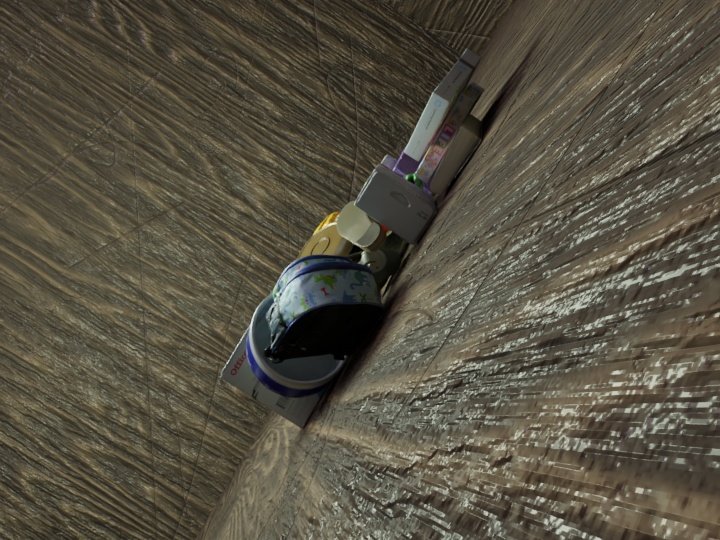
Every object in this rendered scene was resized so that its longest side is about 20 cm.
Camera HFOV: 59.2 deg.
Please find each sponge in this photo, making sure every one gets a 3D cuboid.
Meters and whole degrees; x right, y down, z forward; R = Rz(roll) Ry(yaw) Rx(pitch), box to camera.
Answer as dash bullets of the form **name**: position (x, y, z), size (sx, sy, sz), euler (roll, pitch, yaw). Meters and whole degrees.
- **sponge**: position (0.142, -0.250, 1.596), size (0.030, 0.111, 0.201), euler (-54, 5, 30)

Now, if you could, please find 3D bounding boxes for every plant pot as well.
- **plant pot**: position (-0.091, -0.047, 1.518), size (0.199, 0.027, 0.202), euler (-35, 30, 23)

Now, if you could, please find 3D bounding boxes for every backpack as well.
- **backpack**: position (-0.064, 0.057, 1.109), size (0.200, 0.180, 0.149), euler (-48, 49, 49)

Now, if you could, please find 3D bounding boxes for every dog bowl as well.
- **dog bowl**: position (-0.122, 0.140, 1.233), size (0.202, 0.198, 0.079), euler (-60, 2, -35)

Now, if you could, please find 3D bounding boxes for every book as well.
- **book**: position (0.191, -0.237, 1.279), size (0.135, 0.048, 0.200), euler (-59, 1, 25)

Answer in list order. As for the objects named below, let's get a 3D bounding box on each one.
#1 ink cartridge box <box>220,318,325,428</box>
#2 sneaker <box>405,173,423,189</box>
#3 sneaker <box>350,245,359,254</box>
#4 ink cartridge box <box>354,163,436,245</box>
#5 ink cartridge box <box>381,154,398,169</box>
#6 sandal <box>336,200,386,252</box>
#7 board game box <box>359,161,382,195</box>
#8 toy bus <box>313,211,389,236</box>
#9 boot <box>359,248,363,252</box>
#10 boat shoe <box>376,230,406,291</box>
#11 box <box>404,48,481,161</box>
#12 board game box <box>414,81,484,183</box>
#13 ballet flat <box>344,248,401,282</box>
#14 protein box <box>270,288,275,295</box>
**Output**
- **ink cartridge box**: position (-0.167, 0.207, 1.309), size (0.147, 0.198, 0.084), euler (-58, 3, -9)
- **sneaker**: position (0.065, -0.163, 1.443), size (0.198, 0.087, 0.077), euler (-29, 23, -34)
- **sneaker**: position (-0.039, -0.052, 1.555), size (0.200, 0.091, 0.076), euler (-45, -36, -1)
- **ink cartridge box**: position (0.073, -0.141, 1.286), size (0.086, 0.146, 0.200), euler (-56, 2, 15)
- **ink cartridge box**: position (0.116, -0.243, 1.641), size (0.048, 0.144, 0.201), euler (-54, 4, 29)
- **sandal**: position (0.014, -0.071, 1.270), size (0.078, 0.070, 0.212), euler (-46, 28, 3)
- **board game box**: position (0.087, -0.201, 1.645), size (0.041, 0.152, 0.201), euler (-56, 3, 26)
- **toy bus**: position (0.005, -0.096, 1.634), size (0.192, 0.199, 0.136), euler (-47, 6, 36)
- **boot**: position (-0.001, -0.001, 1.480), size (0.163, 0.073, 0.199), euler (-53, -20, -13)
- **boat shoe**: position (0.050, -0.029, 1.334), size (0.201, 0.073, 0.063), euler (-49, -6, -49)
- **box**: position (0.168, -0.337, 1.285), size (0.201, 0.041, 0.157), euler (-55, -5, -41)
- **board game box**: position (0.191, -0.297, 1.362), size (0.202, 0.034, 0.135), euler (-60, -4, 32)
- **ballet flat**: position (-0.006, -0.006, 1.236), size (0.196, 0.068, 0.064), euler (-16, -22, -15)
- **protein box**: position (-0.142, 0.146, 1.471), size (0.199, 0.132, 0.205), euler (-112, 28, -86)
